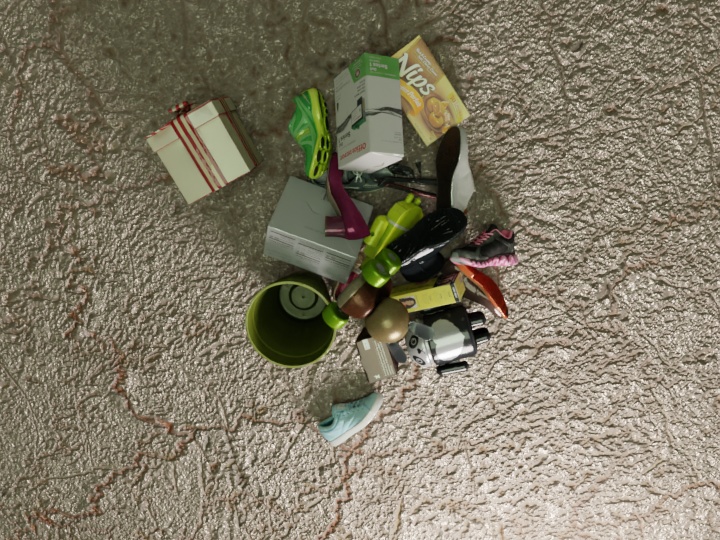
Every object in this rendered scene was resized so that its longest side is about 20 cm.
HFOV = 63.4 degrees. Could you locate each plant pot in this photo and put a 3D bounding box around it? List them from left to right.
[{"bbox_3d":[-0.146,0.090,1.349,0.199,0.193,0.202,1,108,3],"label":"plant pot"}]

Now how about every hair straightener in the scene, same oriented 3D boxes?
[{"bbox_3d":[0.108,-0.212,1.301,0.199,0.041,0.077,11,107,-13],"label":"hair straightener"}]

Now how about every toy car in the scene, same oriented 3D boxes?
[{"bbox_3d":[0.054,0.089,1.200,0.200,0.158,0.164,45,117,3],"label":"toy car"}]

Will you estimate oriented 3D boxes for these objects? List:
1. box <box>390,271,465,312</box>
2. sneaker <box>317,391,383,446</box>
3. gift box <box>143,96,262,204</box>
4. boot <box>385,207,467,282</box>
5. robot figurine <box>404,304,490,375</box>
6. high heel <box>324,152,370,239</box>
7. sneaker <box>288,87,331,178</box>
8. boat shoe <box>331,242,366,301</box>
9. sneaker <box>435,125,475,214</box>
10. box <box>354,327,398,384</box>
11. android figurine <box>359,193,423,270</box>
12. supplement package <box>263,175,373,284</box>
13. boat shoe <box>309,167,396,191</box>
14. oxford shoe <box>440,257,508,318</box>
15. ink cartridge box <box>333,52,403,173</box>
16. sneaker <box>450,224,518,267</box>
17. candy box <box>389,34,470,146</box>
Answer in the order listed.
[{"bbox_3d":[0.139,0.058,1.360,0.199,0.075,0.050,-14,105,26],"label":"box"},{"bbox_3d":[-0.030,0.368,1.491,0.082,0.074,0.200,43,104,-13],"label":"sneaker"},{"bbox_3d":[-0.347,-0.265,1.258,0.199,0.185,0.188,-26,106,4],"label":"gift box"},{"bbox_3d":[0.160,-0.052,1.305,0.199,0.168,0.077,-32,67,13],"label":"boot"},{"bbox_3d":[0.204,0.156,1.383,0.199,0.151,0.125,-16,145,8],"label":"robot figurine"},{"bbox_3d":[-0.026,-0.159,1.246,0.095,0.067,0.202,2,75,-4],"label":"high heel"},{"bbox_3d":[-0.112,-0.296,1.282,0.083,0.074,0.202,-7,81,23],"label":"sneaker"},{"bbox_3d":[0.000,0.000,1.377,0.073,0.069,0.201,33,106,-7],"label":"boat shoe"},{"bbox_3d":[0.214,-0.215,1.279,0.084,0.073,0.201,-9,113,-36],"label":"sneaker"},{"bbox_3d":[0.043,0.184,1.355,0.074,0.200,0.101,-18,92,8],"label":"box"},{"bbox_3d":[0.072,-0.078,1.298,0.041,0.182,0.201,36,102,25],"label":"android figurine"},{"bbox_3d":[-0.093,-0.090,1.296,0.199,0.156,0.111,20,145,-3],"label":"supplement package"},{"bbox_3d":[-0.017,-0.210,1.317,0.198,0.062,0.073,1,107,3],"label":"boat shoe"},{"bbox_3d":[0.273,0.045,1.384,0.200,0.071,0.072,48,121,-4],"label":"oxford shoe"},{"bbox_3d":[0.015,-0.315,1.194,0.084,0.146,0.202,0,85,-28],"label":"ink cartridge box"},{"bbox_3d":[0.278,-0.056,1.311,0.199,0.079,0.096,-5,102,-38],"label":"sneaker"},{"bbox_3d":[0.134,-0.385,1.258,0.115,0.055,0.200,-34,102,13],"label":"candy box"}]
